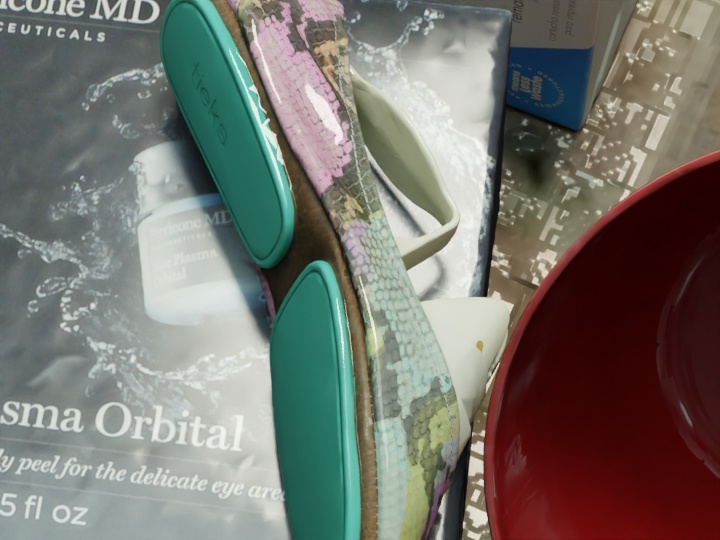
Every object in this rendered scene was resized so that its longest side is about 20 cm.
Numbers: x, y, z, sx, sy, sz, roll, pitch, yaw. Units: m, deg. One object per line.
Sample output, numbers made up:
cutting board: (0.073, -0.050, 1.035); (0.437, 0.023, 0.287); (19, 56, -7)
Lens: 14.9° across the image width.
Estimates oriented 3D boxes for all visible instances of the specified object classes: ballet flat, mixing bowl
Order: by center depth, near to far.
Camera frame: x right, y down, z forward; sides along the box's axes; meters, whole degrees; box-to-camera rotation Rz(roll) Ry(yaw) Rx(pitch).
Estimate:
ballet flat: (0.000, 0.000, 0.779); (0.071, 0.069, 0.201); (-5, 63, -25)
mixing bowl: (0.138, 0.041, 0.805); (0.199, 0.108, 0.201); (2, 109, 7)

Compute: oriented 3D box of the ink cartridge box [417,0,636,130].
ink cartridge box: (-0.003, -0.132, 0.931); (0.199, 0.116, 0.068); (20, 67, 10)

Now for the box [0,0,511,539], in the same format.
box: (-0.059, 0.020, 0.863); (0.195, 0.118, 0.201); (6, 64, 3)
